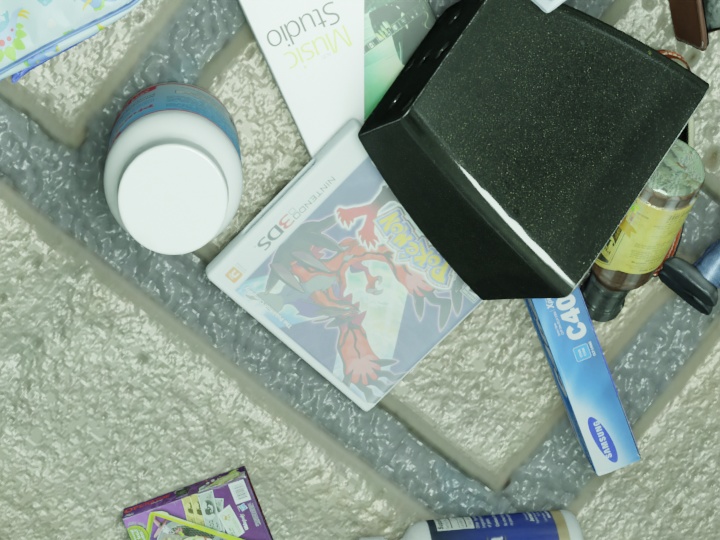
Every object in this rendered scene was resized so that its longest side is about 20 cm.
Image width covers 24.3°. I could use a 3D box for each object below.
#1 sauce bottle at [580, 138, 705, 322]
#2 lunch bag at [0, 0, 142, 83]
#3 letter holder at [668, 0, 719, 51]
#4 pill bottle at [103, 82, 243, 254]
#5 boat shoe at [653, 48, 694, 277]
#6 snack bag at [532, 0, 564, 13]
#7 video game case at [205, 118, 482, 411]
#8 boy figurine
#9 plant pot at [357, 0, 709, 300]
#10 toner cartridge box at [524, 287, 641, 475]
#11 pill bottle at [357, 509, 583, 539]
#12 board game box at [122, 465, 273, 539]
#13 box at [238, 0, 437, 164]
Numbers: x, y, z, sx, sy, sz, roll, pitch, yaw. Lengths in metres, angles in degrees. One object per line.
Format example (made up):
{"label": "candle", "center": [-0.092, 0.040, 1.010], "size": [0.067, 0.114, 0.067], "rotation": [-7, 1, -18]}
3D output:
{"label": "sauce bottle", "center": [0.225, -0.026, 1.381], "size": [0.064, 0.065, 0.201], "rotation": [7, 143, -7]}
{"label": "lunch bag", "center": [-0.267, -0.244, 1.312], "size": [0.198, 0.083, 0.162], "rotation": [-27, 106, 2]}
{"label": "letter holder", "center": [0.298, -0.283, 1.326], "size": [0.099, 0.142, 0.202], "rotation": [-15, 107, -1]}
{"label": "pill bottle", "center": [-0.146, -0.079, 1.309], "size": [0.107, 0.200, 0.110], "rotation": [-2, 106, -5]}
{"label": "boat shoe", "center": [0.252, -0.086, 1.420], "size": [0.070, 0.063, 0.203], "rotation": [0, 108, -8]}
{"label": "snack bag", "center": [0.148, -0.304, 1.279], "size": [0.188, 0.200, 0.021], "rotation": [-37, 152, -14]}
{"label": "video game case", "center": [0.000, 0.000, 1.418], "size": [0.182, 0.023, 0.200], "rotation": [-44, 115, 11]}
{"label": "boy figurine", "center": [0.340, -0.057, 1.413], "size": [0.064, 0.124, 0.200], "rotation": [39, 86, 12]}
{"label": "plant pot", "center": [0.116, -0.110, 1.304], "size": [0.177, 0.200, 0.200], "rotation": [38, 79, -13]}
{"label": "toner cartridge box", "center": [0.181, 0.067, 1.439], "size": [0.043, 0.095, 0.202], "rotation": [-22, 106, 2]}
{"label": "pill bottle", "center": [0.097, 0.277, 1.480], "size": [0.197, 0.116, 0.117], "rotation": [-4, 106, -4]}
{"label": "board game box", "center": [-0.125, 0.287, 1.506], "size": [0.119, 0.032, 0.202], "rotation": [-20, 107, -3]}
{"label": "box", "center": [-0.007, -0.187, 1.378], "size": [0.143, 0.036, 0.202], "rotation": [-25, 109, 1]}
